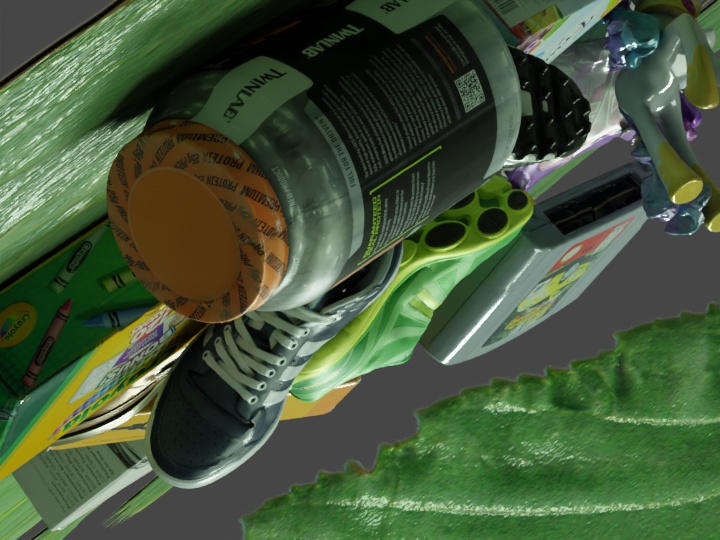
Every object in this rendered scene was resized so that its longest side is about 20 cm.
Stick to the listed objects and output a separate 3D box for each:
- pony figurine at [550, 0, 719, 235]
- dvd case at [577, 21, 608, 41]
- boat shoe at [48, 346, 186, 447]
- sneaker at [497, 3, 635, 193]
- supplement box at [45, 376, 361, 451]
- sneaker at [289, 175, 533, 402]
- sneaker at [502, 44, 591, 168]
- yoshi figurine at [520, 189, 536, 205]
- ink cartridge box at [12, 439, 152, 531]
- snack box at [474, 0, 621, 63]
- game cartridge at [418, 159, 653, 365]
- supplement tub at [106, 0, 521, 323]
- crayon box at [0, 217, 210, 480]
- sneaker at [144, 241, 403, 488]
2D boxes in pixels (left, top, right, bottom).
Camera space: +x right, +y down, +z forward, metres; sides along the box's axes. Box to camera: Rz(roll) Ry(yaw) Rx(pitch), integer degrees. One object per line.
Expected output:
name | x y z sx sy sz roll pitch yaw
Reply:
pony figurine | 0.185 -0.123 1.731 0.166 0.200 0.193 -8 145 -26
dvd case | 0.136 -0.152 1.933 0.146 0.022 0.200 -63 -170 -29
boat shoe | -0.131 0.034 1.626 0.200 0.072 0.068 -31 157 -5
sneaker | 0.171 -0.118 1.988 0.200 0.088 0.081 -53 -169 27
supplement box | -0.106 0.066 1.734 0.200 0.069 0.067 -9 162 -26
sneaker | 0.019 0.005 1.647 0.200 0.074 0.084 -36 154 -21
sneaker | 0.027 -0.085 1.482 0.200 0.067 0.090 0 171 -25
yoshi figurine | 0.032 -0.012 2.018 0.200 0.112 0.112 -28 -155 32
ink cartridge box | -0.143 0.084 1.916 0.200 0.084 0.146 -37 177 33
snack box | 0.064 -0.131 1.613 0.169 0.068 0.200 -42 176 34
game cartridge | 0.119 -0.003 1.789 0.133 0.041 0.200 -46 167 35
supplement tub | -0.022 -0.059 1.309 0.200 0.123 0.123 -34 174 -45
crayon box | -0.143 0.026 1.495 0.200 0.058 0.119 -37 168 -32
sneaker | -0.048 0.033 1.517 0.200 0.070 0.109 -49 176 -11
